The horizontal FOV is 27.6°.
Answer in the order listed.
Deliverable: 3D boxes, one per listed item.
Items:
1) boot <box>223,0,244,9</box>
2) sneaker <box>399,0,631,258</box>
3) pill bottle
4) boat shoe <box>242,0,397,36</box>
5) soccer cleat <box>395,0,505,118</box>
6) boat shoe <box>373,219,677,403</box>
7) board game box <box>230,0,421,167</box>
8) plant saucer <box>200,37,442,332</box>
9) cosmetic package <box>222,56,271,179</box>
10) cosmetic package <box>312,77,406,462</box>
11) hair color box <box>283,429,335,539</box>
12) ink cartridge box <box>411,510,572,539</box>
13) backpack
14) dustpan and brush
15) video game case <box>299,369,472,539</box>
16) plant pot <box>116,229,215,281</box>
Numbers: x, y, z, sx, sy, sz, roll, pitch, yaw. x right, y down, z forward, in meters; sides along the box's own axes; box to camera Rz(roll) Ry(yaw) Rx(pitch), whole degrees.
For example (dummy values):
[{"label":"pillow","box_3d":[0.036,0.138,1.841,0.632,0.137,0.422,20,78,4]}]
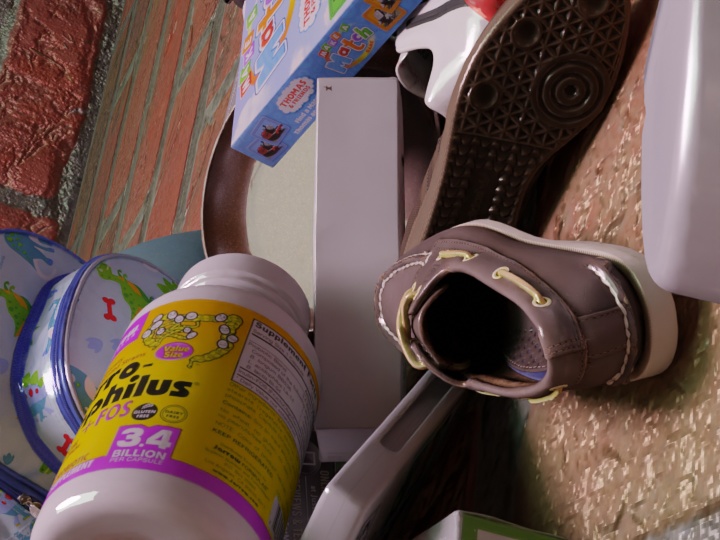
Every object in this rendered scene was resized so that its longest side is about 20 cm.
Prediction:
[{"label":"boot","box_3d":[-0.032,-0.244,1.146,0.174,0.200,0.069,45,-127,-72]},{"label":"sneaker","box_3d":[0.066,-0.073,0.731,0.076,0.070,0.200,-97,29,-60]},{"label":"pill bottle","box_3d":[-0.076,0.076,0.691,0.200,0.104,0.104,-75,11,-55]},{"label":"boat shoe","box_3d":[-0.010,-0.195,0.992,0.200,0.070,0.066,15,103,53]},{"label":"soccer cleat","box_3d":[0.049,-0.142,0.835,0.085,0.069,0.200,-51,23,12]},{"label":"boat shoe","box_3d":[0.052,0.019,0.635,0.200,0.059,0.072,8,109,62]},{"label":"board game box","box_3d":[-0.010,-0.177,0.870,0.200,0.037,0.151,-45,32,41]},{"label":"plant saucer","box_3d":[-0.021,-0.055,0.934,0.200,0.032,0.200,-15,67,38]},{"label":"cosmetic package","box_3d":[-0.041,-0.124,1.098,0.200,0.090,0.107,-142,66,-69]},{"label":"cosmetic package","box_3d":[0.000,0.000,0.815,0.083,0.051,0.200,83,-173,-71]},{"label":"hair color box","box_3d":[-0.075,0.179,0.931,0.200,0.064,0.111,137,134,-57]},{"label":"ink cartridge box","box_3d":[0.034,0.209,0.585,0.104,0.059,0.200,132,150,-56]},{"label":"backpack","box_3d":[-0.161,0.075,0.816,0.147,0.200,0.183,-35,31,32]},{"label":"dustpan and brush","box_3d":[0.128,-0.012,0.492,0.140,0.057,0.200,84,-169,-64]},{"label":"video game case","box_3d":[-0.010,0.143,0.707,0.200,0.024,0.182,-66,-11,26]},{"label":"plant pot","box_3d":[-0.115,0.049,1.037,0.135,0.200,0.200,-57,6,-31]}]
